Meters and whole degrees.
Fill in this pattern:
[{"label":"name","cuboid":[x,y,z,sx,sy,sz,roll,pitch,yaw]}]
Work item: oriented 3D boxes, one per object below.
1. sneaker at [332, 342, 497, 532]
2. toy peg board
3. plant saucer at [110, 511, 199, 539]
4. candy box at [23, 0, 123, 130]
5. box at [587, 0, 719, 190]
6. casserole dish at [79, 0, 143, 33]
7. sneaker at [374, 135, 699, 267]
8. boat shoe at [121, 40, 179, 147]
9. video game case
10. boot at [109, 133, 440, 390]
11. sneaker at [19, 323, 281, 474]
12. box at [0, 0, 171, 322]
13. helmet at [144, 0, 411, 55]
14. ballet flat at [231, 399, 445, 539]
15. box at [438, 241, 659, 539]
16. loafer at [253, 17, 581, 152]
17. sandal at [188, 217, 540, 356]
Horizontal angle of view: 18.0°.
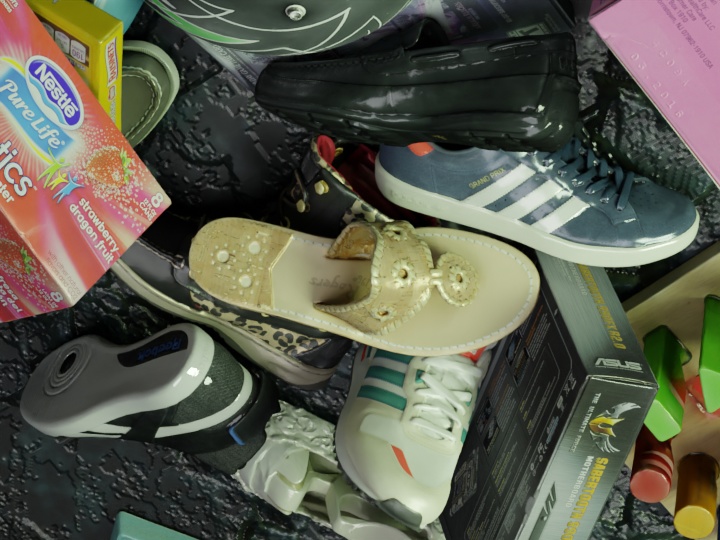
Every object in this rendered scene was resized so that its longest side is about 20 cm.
[{"label":"sneaker","cuboid":[0.039,0.070,1.380,0.070,0.200,0.094,32,116,-13]},{"label":"toy peg board","cuboid":[0.244,0.098,1.407,0.199,0.098,0.199,-34,108,28]},{"label":"plant saucer","cuboid":[-0.088,0.234,1.610,0.198,0.019,0.070,20,123,0]},{"label":"candy box","cuboid":[-0.225,-0.152,1.353,0.199,0.026,0.103,31,147,17]},{"label":"box","cuboid":[0.219,-0.133,1.213,0.096,0.200,0.176,-32,109,27]},{"label":"casserole dish","cuboid":[-0.176,-0.193,1.316,0.121,0.039,0.200,42,145,1]},{"label":"sneaker","cuboid":[0.108,-0.065,1.353,0.198,0.075,0.085,12,125,5]},{"label":"boat shoe","cuboid":[-0.199,-0.076,1.425,0.201,0.060,0.072,-27,112,25]},{"label":"video game case","cuboid":[0.008,-0.149,1.310,0.198,0.019,0.143,-15,156,19]},{"label":"boot","cuboid":[-0.062,-0.028,1.415,0.199,0.073,0.151,36,122,-11]},{"label":"sneaker","cuboid":[-0.132,0.096,1.487,0.112,0.074,0.199,38,151,-30]},{"label":"box","cuboid":[-0.216,-0.079,1.310,0.095,0.100,0.201,-12,119,50]},{"label":"helmet","cuboid":[-0.049,-0.206,1.165,0.199,0.201,0.191,-22,119,23]},{"label":"ballet flat","cuboid":[-0.020,0.144,1.514,0.199,0.072,0.072,25,123,-2]},{"label":"box","cuboid":[0.105,0.098,1.395,0.048,0.159,0.201,10,121,-19]},{"label":"loafer","cuboid":[0.033,-0.109,1.305,0.199,0.068,0.071,4,82,26]},{"label":"sandal","cuboid":[-0.001,0.006,1.331,0.210,0.070,0.078,8,88,6]}]
